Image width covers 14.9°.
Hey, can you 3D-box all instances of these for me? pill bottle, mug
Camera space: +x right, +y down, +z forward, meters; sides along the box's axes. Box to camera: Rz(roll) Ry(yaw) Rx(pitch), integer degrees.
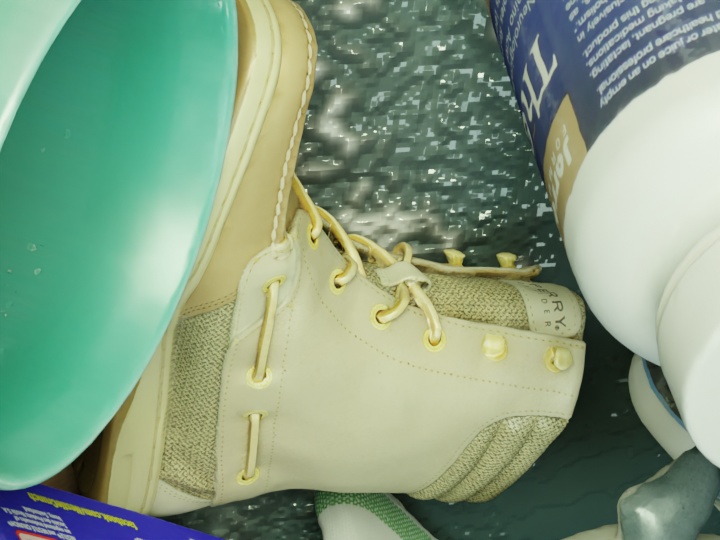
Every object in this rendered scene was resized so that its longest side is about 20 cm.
[{"bbox_3d":[0.101,-0.042,0.747,0.110,0.201,0.111,-7,135,-7],"label":"pill bottle"},{"bbox_3d":[-0.109,-0.040,0.725,0.114,0.185,0.153,18,122,16],"label":"mug"}]

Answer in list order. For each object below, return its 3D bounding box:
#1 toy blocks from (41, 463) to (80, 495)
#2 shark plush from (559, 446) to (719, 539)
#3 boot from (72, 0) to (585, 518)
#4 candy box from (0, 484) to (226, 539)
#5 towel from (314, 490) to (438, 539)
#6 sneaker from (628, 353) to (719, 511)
[{"bbox_3d":[-0.126,0.115,0.936,0.136,0.100,0.200,-26,136,-4],"label":"toy blocks"},{"bbox_3d":[0.068,0.128,0.878,0.199,0.084,0.091,-15,148,-28],"label":"shark plush"},{"bbox_3d":[0.000,0.000,0.856,0.155,0.073,0.201,2,129,-20],"label":"boot"},{"bbox_3d":[-0.124,0.166,0.850,0.200,0.077,0.169,-48,148,11],"label":"candy box"},{"bbox_3d":[0.026,0.184,0.954,0.031,0.201,0.149,-22,136,24],"label":"towel"},{"bbox_3d":[0.155,0.087,0.983,0.072,0.072,0.200,-31,130,29],"label":"sneaker"}]
